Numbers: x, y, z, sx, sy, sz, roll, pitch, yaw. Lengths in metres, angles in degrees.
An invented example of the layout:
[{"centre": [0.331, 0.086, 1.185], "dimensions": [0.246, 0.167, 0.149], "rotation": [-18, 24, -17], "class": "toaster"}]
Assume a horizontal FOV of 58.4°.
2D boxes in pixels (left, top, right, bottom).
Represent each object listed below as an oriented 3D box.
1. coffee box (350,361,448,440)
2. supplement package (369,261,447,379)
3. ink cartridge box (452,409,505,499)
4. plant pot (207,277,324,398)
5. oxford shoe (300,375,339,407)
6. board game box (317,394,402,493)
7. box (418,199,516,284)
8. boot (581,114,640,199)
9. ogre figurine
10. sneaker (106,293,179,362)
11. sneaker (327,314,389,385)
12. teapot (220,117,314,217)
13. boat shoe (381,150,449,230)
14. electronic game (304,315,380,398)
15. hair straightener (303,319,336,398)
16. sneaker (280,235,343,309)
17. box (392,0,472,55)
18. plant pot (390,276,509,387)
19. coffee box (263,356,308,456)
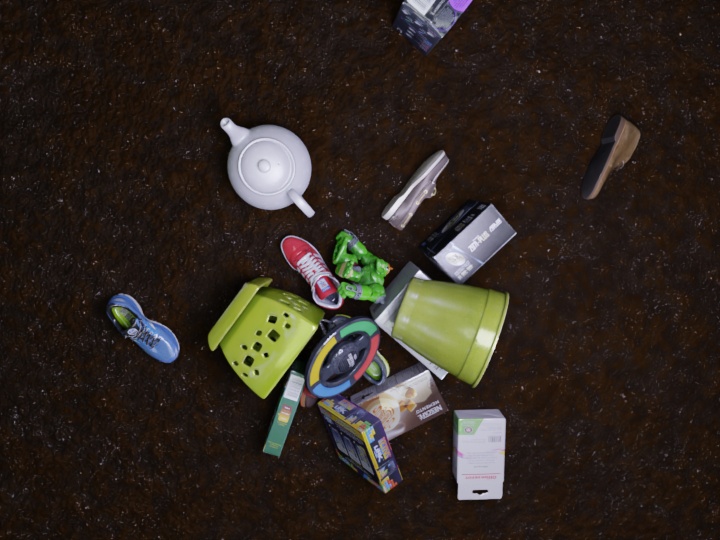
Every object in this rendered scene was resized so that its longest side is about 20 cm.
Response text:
[{"centre": [0.089, 0.312, 1.510], "dimensions": [0.199, 0.080, 0.115], "rotation": [-26, 99, 1], "class": "coffee box"}, {"centre": [0.145, 0.107, 1.447], "dimensions": [0.200, 0.152, 0.151], "rotation": [41, 94, -8], "class": "supplement package"}, {"centre": [0.282, 0.440, 1.546], "dimensions": [0.116, 0.067, 0.201], "rotation": [0, 97, -4], "class": "ink cartridge box"}, {"centre": [-0.210, 0.129, 1.412], "dimensions": [0.181, 0.199, 0.200], "rotation": [38, 95, -2], "class": "plant pot"}, {"centre": [-0.073, 0.248, 1.462], "dimensions": [0.072, 0.071, 0.200], "rotation": [35, 117, 8], "class": "oxford shoe"}, {"centre": [-0.003, 0.379, 1.441], "dimensions": [0.057, 0.200, 0.166], "rotation": [-28, 113, -26], "class": "board game box"}, {"centre": [0.225, -0.066, 1.402], "dimensions": [0.164, 0.200, 0.086], "rotation": [-43, 99, 4], "class": "box"}, {"centre": [0.573, -0.246, 1.467], "dimensions": [0.075, 0.074, 0.201], "rotation": [24, 94, -16], "class": "boot"}, {"centre": [0.000, 0.000, 1.424], "dimensions": [0.120, 0.200, 0.098], "rotation": [27, 105, -27], "class": "ogre figurine"}, {"centre": [-0.495, 0.140, 1.446], "dimensions": [0.200, 0.089, 0.079], "rotation": [42, 95, -8], "class": "sneaker"}, {"centre": [0.000, 0.183, 1.485], "dimensions": [0.074, 0.081, 0.200], "rotation": [-42, 98, 3], "class": "sneaker"}, {"centre": [-0.195, -0.218, 1.384], "dimensions": [0.199, 0.146, 0.199], "rotation": [2, 98, -5], "class": "teapot"}, {"centre": [0.133, -0.180, 1.448], "dimensions": [0.059, 0.072, 0.200], "rotation": [39, 98, -14], "class": "boat shoe"}, {"centre": [-0.035, 0.181, 1.342], "dimensions": [0.042, 0.200, 0.200], "rotation": [36, 96, 35], "class": "electronic game"}, {"centre": [-0.085, 0.177, 1.377], "dimensions": [0.041, 0.077, 0.201], "rotation": [15, 124, 10], "class": "hair straightener"}, {"centre": [-0.104, 0.005, 1.438], "dimensions": [0.071, 0.112, 0.200], "rotation": [-41, 98, 3], "class": "sneaker"}, {"centre": [0.149, -0.540, 1.330], "dimensions": [0.106, 0.200, 0.122], "rotation": [39, 94, -8], "class": "box"}, {"centre": [0.169, 0.103, 1.287], "dimensions": [0.192, 0.200, 0.201], "rotation": [21, 97, 5], "class": "plant pot"}, {"centre": [-0.168, 0.308, 1.473], "dimensions": [0.044, 0.123, 0.201], "rotation": [19, 98, -5], "class": "coffee box"}]
